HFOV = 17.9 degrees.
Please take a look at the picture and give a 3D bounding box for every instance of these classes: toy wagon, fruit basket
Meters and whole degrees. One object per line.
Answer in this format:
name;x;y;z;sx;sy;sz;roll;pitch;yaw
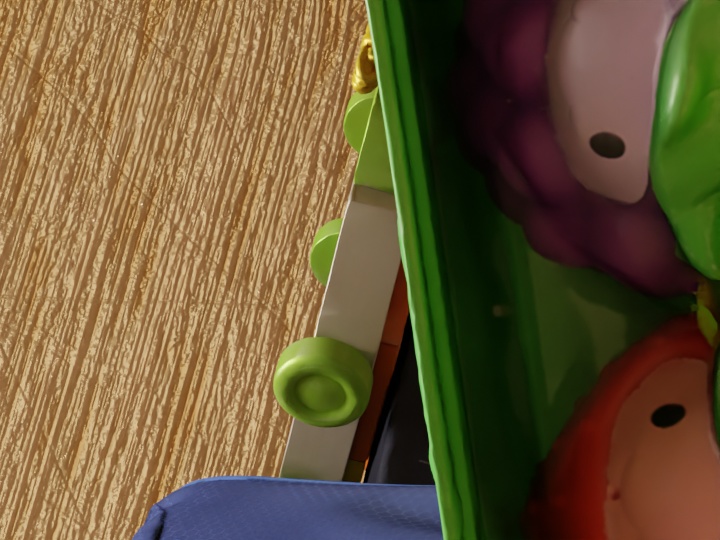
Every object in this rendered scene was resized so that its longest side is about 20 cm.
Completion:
toy wagon;0.000;0.000;0.805;0.156;0.039;0.201;-77;2;-48
fruit basket;0.087;0.005;0.425;0.216;0.155;0.217;170;90;-82

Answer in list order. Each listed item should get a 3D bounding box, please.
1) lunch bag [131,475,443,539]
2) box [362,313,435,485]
lunch bag;0.004;0.141;0.573;0.132;0.199;0.136;-45;-55;-52
box;0.083;0.045;0.826;0.104;0.147;0.201;106;179;-56
